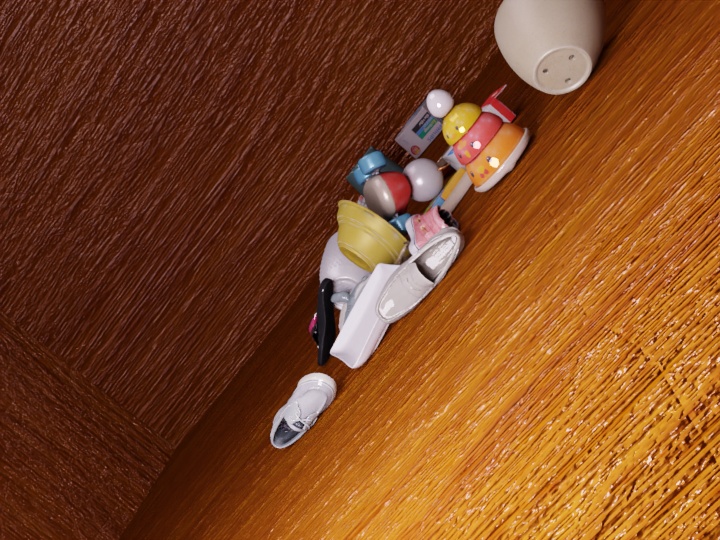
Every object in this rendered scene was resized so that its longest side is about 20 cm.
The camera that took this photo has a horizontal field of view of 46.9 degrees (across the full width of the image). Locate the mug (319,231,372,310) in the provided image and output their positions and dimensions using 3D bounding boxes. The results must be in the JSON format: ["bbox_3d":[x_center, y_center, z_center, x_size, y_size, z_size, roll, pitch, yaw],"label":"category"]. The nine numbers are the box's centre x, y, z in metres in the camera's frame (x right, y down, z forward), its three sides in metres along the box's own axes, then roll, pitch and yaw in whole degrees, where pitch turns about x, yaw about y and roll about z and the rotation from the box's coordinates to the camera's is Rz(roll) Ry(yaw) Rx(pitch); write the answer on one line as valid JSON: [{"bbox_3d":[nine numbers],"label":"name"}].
[{"bbox_3d":[0.000,0.000,1.900,0.198,0.149,0.176,-18,27,17],"label":"mug"}]

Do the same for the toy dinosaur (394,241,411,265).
[{"bbox_3d":[0.083,-0.010,1.636,0.101,0.058,0.200,-49,7,34],"label":"toy dinosaur"}]

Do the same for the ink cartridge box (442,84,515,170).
[{"bbox_3d":[0.283,-0.321,1.905,0.201,0.067,0.116,-52,7,-2],"label":"ink cartridge box"}]

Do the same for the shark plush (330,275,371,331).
[{"bbox_3d":[0.029,0.061,1.760,0.199,0.091,0.084,-35,34,12],"label":"shark plush"}]

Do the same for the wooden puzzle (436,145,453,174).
[{"bbox_3d":[0.261,-0.325,2.228,0.186,0.046,0.200,-53,2,-17],"label":"wooden puzzle"}]

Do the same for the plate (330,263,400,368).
[{"bbox_3d":[0.021,0.082,1.520,0.202,0.032,0.199,-62,13,-5],"label":"plate"}]

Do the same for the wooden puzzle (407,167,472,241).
[{"bbox_3d":[0.181,-0.155,1.841,0.186,0.037,0.200,-54,6,-17],"label":"wooden puzzle"}]

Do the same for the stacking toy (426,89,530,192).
[{"bbox_3d":[0.198,-0.255,1.523,0.147,0.199,0.146,-51,6,7],"label":"stacking toy"}]

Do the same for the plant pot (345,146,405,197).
[{"bbox_3d":[0.066,-0.319,2.912,0.201,0.196,0.200,-50,5,6],"label":"plant pot"}]

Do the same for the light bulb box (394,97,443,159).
[{"bbox_3d":[0.264,-0.596,3.391,0.198,0.124,0.200,-47,7,35],"label":"light bulb box"}]

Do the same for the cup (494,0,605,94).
[{"bbox_3d":[0.342,-0.396,1.456,0.200,0.199,0.144,-46,33,41],"label":"cup"}]

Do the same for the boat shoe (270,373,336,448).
[{"bbox_3d":[-0.104,0.258,1.480,0.201,0.070,0.072,-51,16,42],"label":"boat shoe"}]

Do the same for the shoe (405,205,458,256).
[{"bbox_3d":[0.141,-0.084,1.597,0.091,0.071,0.200,-48,12,19],"label":"shoe"}]

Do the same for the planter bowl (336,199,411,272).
[{"bbox_3d":[0.012,-0.056,1.771,0.084,0.200,0.200,-55,7,-12],"label":"planter bowl"}]

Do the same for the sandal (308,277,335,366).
[{"bbox_3d":[-0.087,0.111,1.814,0.075,0.045,0.203,-42,-44,-63],"label":"sandal"}]

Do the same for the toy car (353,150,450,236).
[{"bbox_3d":[0.113,-0.188,1.858,0.198,0.186,0.177,-24,-4,-9],"label":"toy car"}]

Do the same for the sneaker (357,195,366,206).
[{"bbox_3d":[0.014,-0.289,3.730,0.201,0.077,0.082,-51,0,1],"label":"sneaker"}]

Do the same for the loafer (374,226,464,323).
[{"bbox_3d":[0.096,0.007,1.379,0.201,0.070,0.070,-51,-2,7],"label":"loafer"}]
